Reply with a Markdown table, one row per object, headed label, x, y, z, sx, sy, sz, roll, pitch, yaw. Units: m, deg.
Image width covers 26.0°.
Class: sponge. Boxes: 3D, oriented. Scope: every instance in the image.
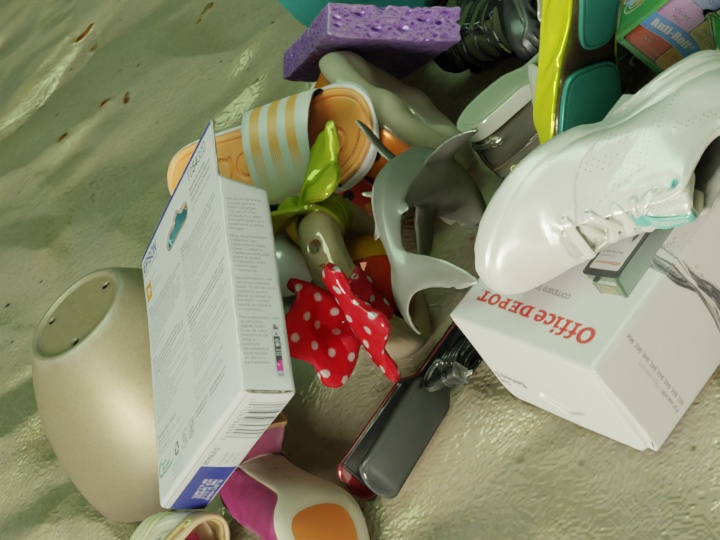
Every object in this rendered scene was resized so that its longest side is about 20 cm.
| label | x | y | z | sx | sy | sz | roll | pitch | yaw |
| --- | --- | --- | --- | --- | --- | --- | --- | --- | --- |
| sponge | 0.005 | -0.188 | 1.307 | 0.200 | 0.110 | 0.030 | 169 | 99 | -77 |

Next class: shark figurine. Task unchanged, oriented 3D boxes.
| label | x | y | z | sx | sy | sz | roll | pitch | yaw |
| --- | --- | --- | --- | --- | --- | --- | --- | --- | --- |
| shark figurine | 0.049 | -0.058 | 1.067 | 0.089 | 0.129 | 0.215 | -35 | 9 | 23 |

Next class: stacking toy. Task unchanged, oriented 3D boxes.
| label | x | y | z | sx | sy | sz | roll | pitch | yaw |
| --- | --- | --- | --- | --- | --- | --- | --- | --- | --- |
| stacking toy | -0.016 | -0.060 | 1.252 | 0.201 | 0.145 | 0.146 | -56 | 28 | 15 |

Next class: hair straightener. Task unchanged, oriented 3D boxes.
| label | x | y | z | sx | sy | sz | roll | pitch | yaw |
| --- | --- | --- | --- | --- | --- | --- | --- | --- | --- |
| hair straightener | 0.065 | 0.072 | 1.049 | 0.200 | 0.041 | 0.077 | -48 | 15 | -20 |

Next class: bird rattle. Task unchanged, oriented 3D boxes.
| label | x | y | z | sx | sy | sz | roll | pitch | yaw |
| --- | --- | --- | --- | --- | --- | --- | --- | --- | --- |
| bird rattle | 0.000 | 0.000 | 1.093 | 0.113 | 0.162 | 0.201 | -44 | 51 | 16 |

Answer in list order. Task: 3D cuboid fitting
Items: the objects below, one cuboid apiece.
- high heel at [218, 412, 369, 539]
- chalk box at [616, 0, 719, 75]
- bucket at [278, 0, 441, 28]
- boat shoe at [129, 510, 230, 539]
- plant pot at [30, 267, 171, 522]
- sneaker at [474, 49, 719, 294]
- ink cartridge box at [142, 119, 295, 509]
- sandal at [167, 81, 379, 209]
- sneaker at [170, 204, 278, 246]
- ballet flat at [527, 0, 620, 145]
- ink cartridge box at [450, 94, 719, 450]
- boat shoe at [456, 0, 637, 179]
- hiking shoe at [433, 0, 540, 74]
| label | x | y | z | sx | sy | sz | roll | pitch | yaw |
| --- | --- | --- | --- | --- | --- | --- | --- | --- | --- |
| high heel | -0.051 | 0.179 | 1.057 | 0.067 | 0.097 | 0.200 | -11 | 41 | -30 |
| chalk box | 0.259 | -0.185 | 1.040 | 0.124 | 0.124 | 0.201 | -36 | 27 | 44 |
| bucket | 0.010 | -0.309 | 1.398 | 0.206 | 0.208 | 0.135 | -8 | 38 | 42 |
| boat shoe | -0.142 | 0.242 | 1.042 | 0.069 | 0.074 | 0.201 | -22 | 36 | 38 |
| plant pot | -0.182 | 0.077 | 1.228 | 0.199 | 0.135 | 0.201 | -29 | 35 | 22 |
| sneaker | 0.157 | -0.045 | 0.906 | 0.199 | 0.075 | 0.089 | -38 | 44 | 3 |
| ink cartridge box | -0.103 | 0.035 | 1.068 | 0.197 | 0.043 | 0.202 | 127 | 142 | -54 |
| sandal | -0.078 | -0.082 | 1.184 | 0.205 | 0.080 | 0.059 | -17 | -1 | 32 |
| sneaker | -0.094 | -0.063 | 1.328 | 0.095 | 0.079 | 0.201 | -31 | 22 | 25 |
| ballet flat | 0.149 | -0.157 | 1.107 | 0.066 | 0.202 | 0.067 | -17 | 31 | -32 |
| ink cartridge box | 0.175 | -0.005 | 0.978 | 0.201 | 0.084 | 0.145 | -51 | 33 | -14 |
| boat shoe | 0.168 | -0.149 | 1.183 | 0.201 | 0.060 | 0.072 | -37 | 21 | 6 |
| hiking shoe | 0.112 | -0.195 | 1.302 | 0.101 | 0.076 | 0.200 | -45 | 22 | 11 |
